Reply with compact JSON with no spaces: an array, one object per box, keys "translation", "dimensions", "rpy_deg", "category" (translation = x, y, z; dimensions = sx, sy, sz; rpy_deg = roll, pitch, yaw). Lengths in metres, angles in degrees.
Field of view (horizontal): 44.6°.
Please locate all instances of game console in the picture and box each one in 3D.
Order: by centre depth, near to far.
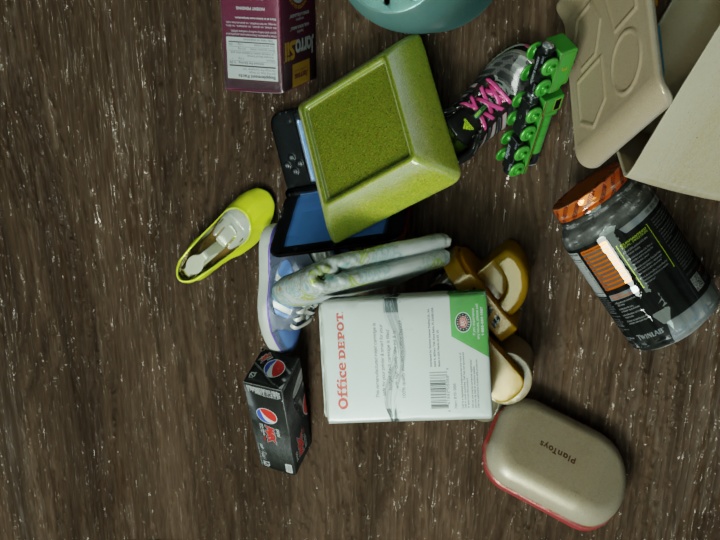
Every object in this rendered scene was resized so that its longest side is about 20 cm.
[{"translation":[-0.033,-0.127,1.142],"dimensions":[0.197,0.119,0.175],"rpy_deg":[-7,108,24],"category":"game console"}]

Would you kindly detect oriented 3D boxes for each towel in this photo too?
[{"translation":[0.000,0.000,1.111],"dimensions":[0.171,0.197,0.049],"rpy_deg":[152,104,-67],"category":"towel"}]

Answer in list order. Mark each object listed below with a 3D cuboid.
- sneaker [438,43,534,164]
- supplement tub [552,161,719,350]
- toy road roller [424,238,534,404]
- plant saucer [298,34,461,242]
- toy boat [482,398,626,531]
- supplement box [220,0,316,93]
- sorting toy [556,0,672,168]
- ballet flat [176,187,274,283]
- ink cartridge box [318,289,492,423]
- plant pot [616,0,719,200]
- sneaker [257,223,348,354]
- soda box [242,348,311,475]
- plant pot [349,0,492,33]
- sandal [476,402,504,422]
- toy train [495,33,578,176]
[{"translation":[0.141,-0.187,1.063],"dimensions":[0.074,0.087,0.200],"rpy_deg":[46,120,-1],"category":"sneaker"},{"translation":[0.321,-0.018,1.037],"dimensions":[0.122,0.123,0.201],"rpy_deg":[-32,97,29],"category":"supplement tub"},{"translation":[0.176,0.053,1.130],"dimensions":[0.146,0.123,0.201],"rpy_deg":[-40,92,19],"category":"toy road roller"},{"translation":[0.006,-0.165,1.075],"dimensions":[0.198,0.048,0.203],"rpy_deg":[-25,70,30],"category":"plant saucer"},{"translation":[0.256,0.273,1.197],"dimensions":[0.198,0.131,0.131],"rpy_deg":[27,151,7],"category":"toy boat"},{"translation":[-0.115,-0.333,1.097],"dimensions":[0.084,0.110,0.203],"rpy_deg":[8,114,19],"category":"supplement box"},{"translation":[0.266,-0.232,0.921],"dimensions":[0.036,0.185,0.204],"rpy_deg":[-3,76,-11],"category":"sorting toy"},{"translation":[-0.200,-0.042,1.274],"dimensions":[0.199,0.067,0.067],"rpy_deg":[-38,93,30],"category":"ballet flat"},{"translation":[0.055,0.100,1.050],"dimensions":[0.196,0.083,0.149],"rpy_deg":[-2,92,7],"category":"ink cartridge box"},{"translation":[0.392,-0.181,0.913],"dimensions":[0.175,0.201,0.202],"rpy_deg":[23,119,-3],"category":"plant pot"},{"translation":[-0.066,0.031,1.240],"dimensions":[0.144,0.080,0.204],"rpy_deg":[5,107,25],"category":"sneaker"},{"translation":[-0.121,0.213,1.310],"dimensions":[0.062,0.071,0.202],"rpy_deg":[13,135,17],"category":"soda box"},{"translation":[0.058,-0.362,0.986],"dimensions":[0.197,0.161,0.204],"rpy_deg":[8,113,19],"category":"plant pot"},{"translation":[0.120,0.133,1.218],"dimensions":[0.200,0.054,0.080],"rpy_deg":[48,120,6],"category":"sandal"},{"translation":[0.204,-0.187,1.020],"dimensions":[0.042,0.056,0.201],"rpy_deg":[56,157,29],"category":"toy train"}]
